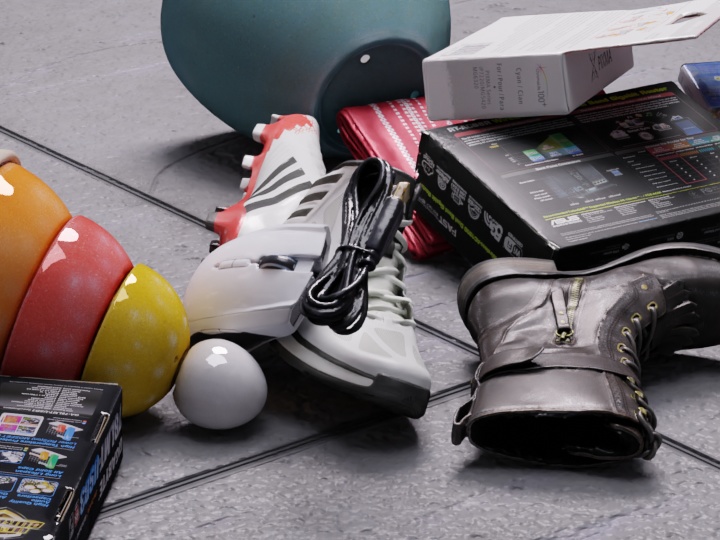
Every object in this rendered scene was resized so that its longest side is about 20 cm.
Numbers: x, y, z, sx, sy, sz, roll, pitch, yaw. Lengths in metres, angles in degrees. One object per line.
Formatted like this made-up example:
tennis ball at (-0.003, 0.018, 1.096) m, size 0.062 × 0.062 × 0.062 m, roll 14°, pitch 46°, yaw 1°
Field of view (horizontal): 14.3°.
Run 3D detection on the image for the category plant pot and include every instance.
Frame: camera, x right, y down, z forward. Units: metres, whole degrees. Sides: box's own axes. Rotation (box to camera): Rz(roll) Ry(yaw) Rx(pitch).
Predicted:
plant pot at (-0.018, -0.153, 1.932) m, size 0.199 × 0.201 × 0.135 m, roll -9°, pitch 40°, yaw -25°

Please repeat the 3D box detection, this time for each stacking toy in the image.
stacking toy at (-0.144, 0.033, 1.552) m, size 0.199 × 0.147 × 0.146 m, roll 22°, pitch 25°, yaw 6°

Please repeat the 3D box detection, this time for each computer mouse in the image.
computer mouse at (-0.050, 0.005, 1.569) m, size 0.044 × 0.110 × 0.200 m, roll 34°, pitch -31°, yaw -22°

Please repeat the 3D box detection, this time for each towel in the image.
towel at (0.097, -0.069, 1.872) m, size 0.199 × 0.023 × 0.145 m, roll -8°, pitch 45°, yaw -25°

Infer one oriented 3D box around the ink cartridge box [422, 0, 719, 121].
ink cartridge box at (0.150, -0.137, 1.839) m, size 0.175 × 0.045 × 0.200 m, roll -3°, pitch 12°, yaw 18°

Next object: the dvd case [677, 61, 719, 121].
dvd case at (0.309, -0.075, 1.884) m, size 0.142 × 0.018 × 0.200 m, roll -5°, pitch 42°, yaw -18°

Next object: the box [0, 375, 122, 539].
box at (-0.232, 0.107, 1.425) m, size 0.199 × 0.050 × 0.199 m, roll 4°, pitch 23°, yaw 4°

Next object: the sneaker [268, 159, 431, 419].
sneaker at (0.000, 0.000, 1.603) m, size 0.075 × 0.116 × 0.200 m, roll 22°, pitch 10°, yaw -30°

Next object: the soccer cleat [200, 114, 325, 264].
soccer cleat at (-0.040, -0.039, 1.794) m, size 0.085 × 0.069 × 0.200 m, roll 14°, pitch 26°, yaw 6°

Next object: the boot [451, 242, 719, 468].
boot at (0.143, 0.056, 1.587) m, size 0.199 × 0.070 × 0.174 m, roll -3°, pitch 27°, yaw -3°

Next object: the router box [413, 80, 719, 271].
router box at (0.153, -0.043, 1.778) m, size 0.199 × 0.062 × 0.150 m, roll -12°, pitch 38°, yaw -29°
